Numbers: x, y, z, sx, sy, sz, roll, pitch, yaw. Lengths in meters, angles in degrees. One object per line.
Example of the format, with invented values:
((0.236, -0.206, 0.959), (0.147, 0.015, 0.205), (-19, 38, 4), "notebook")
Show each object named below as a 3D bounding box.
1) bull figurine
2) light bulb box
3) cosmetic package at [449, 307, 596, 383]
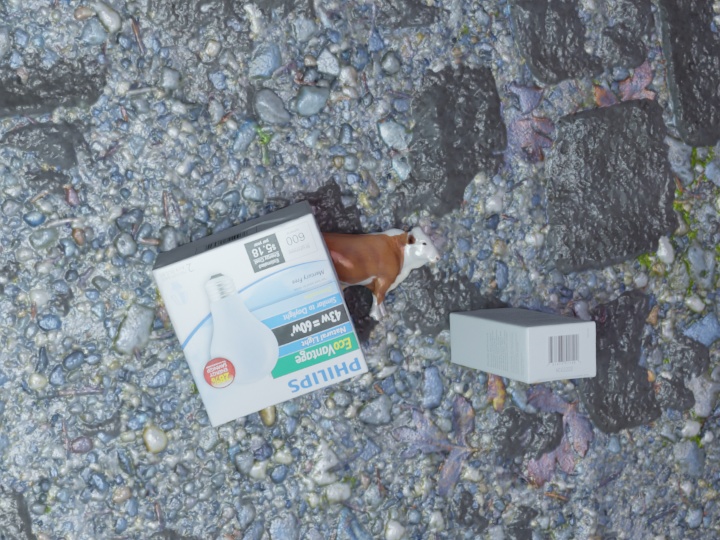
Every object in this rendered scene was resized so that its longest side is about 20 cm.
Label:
((0.000, 0.000, 1.563), (0.200, 0.065, 0.122), (3, 95, -14), "bull figurine")
((-0.116, 0.048, 1.460), (0.198, 0.125, 0.200), (-20, 102, 0), "light bulb box")
((0.203, 0.093, 1.587), (0.101, 0.200, 0.071), (-3, 95, -23), "cosmetic package")
